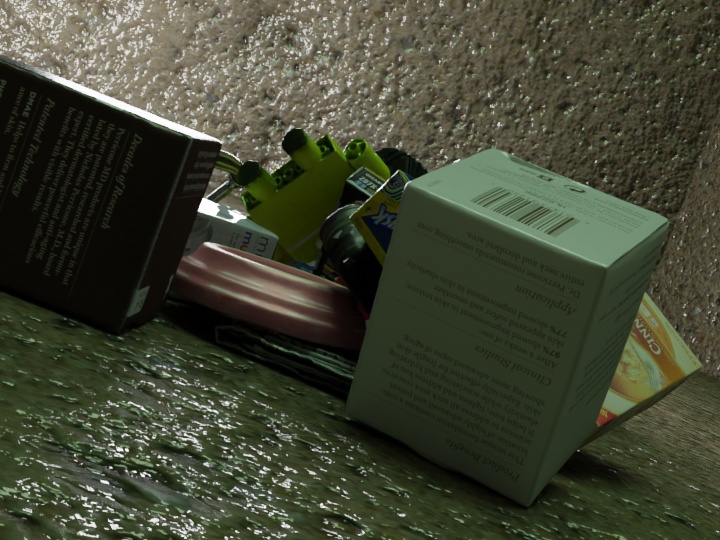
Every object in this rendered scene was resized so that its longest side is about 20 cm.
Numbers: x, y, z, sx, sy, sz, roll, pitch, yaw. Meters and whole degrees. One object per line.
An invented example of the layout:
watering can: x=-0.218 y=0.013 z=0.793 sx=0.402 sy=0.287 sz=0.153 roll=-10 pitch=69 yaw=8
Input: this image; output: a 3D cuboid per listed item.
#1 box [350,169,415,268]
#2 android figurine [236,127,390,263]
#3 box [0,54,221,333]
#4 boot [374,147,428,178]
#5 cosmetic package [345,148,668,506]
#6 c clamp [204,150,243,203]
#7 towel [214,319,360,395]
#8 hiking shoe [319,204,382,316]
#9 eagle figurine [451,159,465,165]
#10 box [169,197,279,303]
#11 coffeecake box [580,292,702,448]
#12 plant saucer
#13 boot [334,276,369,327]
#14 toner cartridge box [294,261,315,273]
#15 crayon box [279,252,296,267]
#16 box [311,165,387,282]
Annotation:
box: x=0.077 y=-0.021 z=1.114 sx=0.199 sy=0.064 sz=0.070 roll=23 pitch=29 yaw=-56
android figurine: x=-0.051 y=-0.075 z=1.378 sx=0.200 sy=0.181 sz=0.041 roll=48 pitch=11 yaw=-49
box: x=-0.243 y=-0.068 z=1.012 sx=0.198 sy=0.166 sz=0.166 roll=21 pitch=4 yaw=0
boot: x=0.094 y=-0.058 z=1.568 sx=0.198 sy=0.073 sz=0.163 roll=42 pitch=-5 yaw=19
cosmetic package: x=0.114 y=0.036 z=0.955 sx=0.166 sy=0.202 sz=0.166 roll=25 pitch=25 yaw=21
c clamp: x=-0.204 y=-0.082 z=1.456 sx=0.170 sy=0.199 sz=0.027 roll=11 pitch=51 yaw=-45
towel: x=-0.022 y=0.079 z=1.136 sx=0.191 sy=0.035 sz=0.200 roll=22 pitch=5 yaw=10
hiking shoe: x=0.037 y=0.031 z=1.142 sx=0.200 sy=0.076 sz=0.101 roll=39 pitch=22 yaw=-30
eagle figurine: x=0.148 y=-0.013 z=1.390 sx=0.199 sy=0.152 sz=0.152 roll=32 pitch=9 yaw=-28
box: x=-0.215 y=-0.042 z=1.284 sx=0.175 sy=0.098 sz=0.199 roll=18 pitch=5 yaw=-41
coffeecake box: x=0.215 y=0.076 z=1.183 sx=0.199 sy=0.073 sz=0.154 roll=-18 pitch=67 yaw=-46
plant saucer: x=-0.082 y=0.020 z=1.148 sx=0.198 sy=0.051 sz=0.201 roll=19 pitch=3 yaw=-1
boot: x=0.000 y=0.000 z=1.306 sx=0.072 sy=0.146 sz=0.199 roll=1 pitch=-1 yaw=-35
toner cartridge box: x=0.011 y=0.033 z=1.461 sx=0.198 sy=0.096 sz=0.043 roll=23 pitch=5 yaw=24
crayon box: x=-0.060 y=-0.049 z=1.602 sx=0.199 sy=0.051 sz=0.126 roll=-28 pitch=-25 yaw=29
box: x=0.049 y=0.006 z=1.340 sx=0.199 sy=0.161 sz=0.049 roll=34 pitch=38 yaw=15
